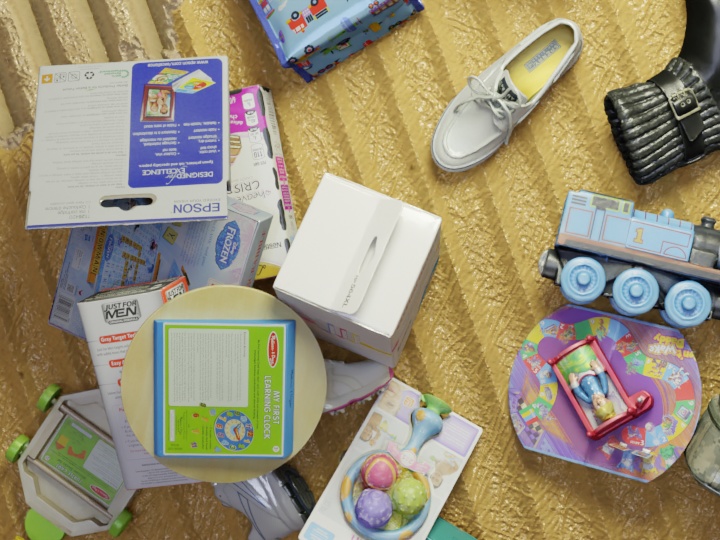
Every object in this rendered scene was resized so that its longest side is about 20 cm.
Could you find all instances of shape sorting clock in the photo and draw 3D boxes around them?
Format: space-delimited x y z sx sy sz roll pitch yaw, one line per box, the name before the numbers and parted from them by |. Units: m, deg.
shape sorting clock | -0.131 0.111 1.333 0.199 0.039 0.201 -1 104 -2

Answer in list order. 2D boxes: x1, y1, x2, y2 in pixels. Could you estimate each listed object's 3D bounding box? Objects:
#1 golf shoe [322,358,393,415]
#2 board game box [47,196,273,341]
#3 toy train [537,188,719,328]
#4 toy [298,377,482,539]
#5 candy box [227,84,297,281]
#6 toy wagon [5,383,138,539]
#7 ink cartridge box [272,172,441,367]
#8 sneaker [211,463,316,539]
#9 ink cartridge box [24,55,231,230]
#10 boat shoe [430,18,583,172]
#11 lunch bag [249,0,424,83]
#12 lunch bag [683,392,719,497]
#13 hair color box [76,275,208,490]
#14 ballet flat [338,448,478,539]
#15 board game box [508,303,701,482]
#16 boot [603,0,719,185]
golf shoe | -0.058 0.112 1.416 0.199 0.075 0.092 -17 91 -26
board game box | -0.209 0.000 1.420 0.199 0.041 0.201 23 109 14
toy train | 0.283 -0.011 1.392 0.199 0.087 0.115 13 88 7
toy | 0.035 0.213 1.407 0.115 0.047 0.200 29 65 5
candy box | -0.146 -0.084 1.458 0.136 0.061 0.201 -11 92 10
toy wagon | -0.313 0.226 1.507 0.155 0.040 0.200 34 97 5
ink cartridge box | 0.000 0.000 1.358 0.125 0.200 0.129 22 78 7
sneaker | -0.129 0.204 1.466 0.087 0.074 0.201 -31 87 14
ink cartridge box | -0.227 -0.121 1.369 0.196 0.047 0.201 -3 62 -1
boat shoe | 0.149 -0.179 1.400 0.202 0.086 0.075 -41 87 7
lunch bag | -0.051 -0.324 1.429 0.150 0.094 0.201 -30 79 11
lunch bag | 0.440 0.163 1.347 0.199 0.139 0.168 28 102 7
hair color box | -0.207 0.115 1.390 0.101 0.061 0.201 -8 102 21
ballet flat | 0.047 0.270 1.451 0.200 0.071 0.071 37 97 7
board game box | 0.243 0.120 1.394 0.199 0.039 0.159 14 86 23
boot | 0.315 -0.205 1.379 0.157 0.079 0.212 -17 91 8
